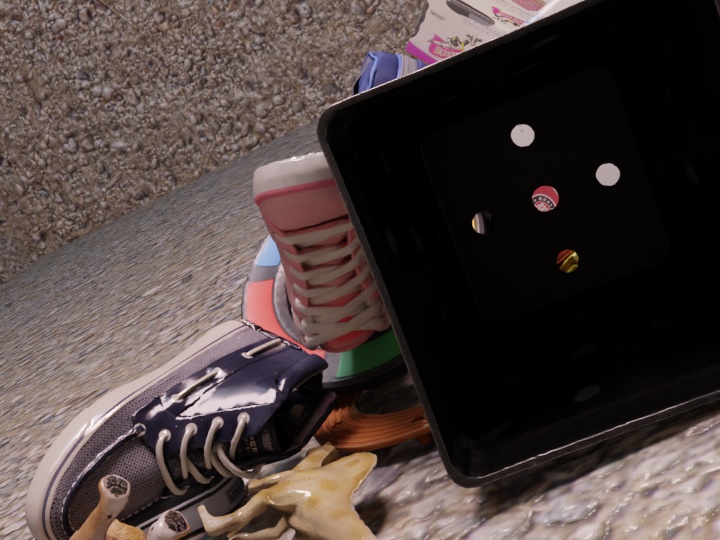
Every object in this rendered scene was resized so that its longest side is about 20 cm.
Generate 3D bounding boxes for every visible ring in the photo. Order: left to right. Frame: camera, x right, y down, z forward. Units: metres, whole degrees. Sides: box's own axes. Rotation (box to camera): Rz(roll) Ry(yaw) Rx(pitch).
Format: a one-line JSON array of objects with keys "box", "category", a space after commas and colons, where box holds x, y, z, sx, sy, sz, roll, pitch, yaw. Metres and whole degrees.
[{"box": [0.056, 0.066, 0.751, 0.199, 0.019, 0.201, -28, 14, 7], "category": "ring"}]

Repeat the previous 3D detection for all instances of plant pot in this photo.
[{"box": [0.108, -0.030, 0.612, 0.198, 0.202, 0.177, -21, 6, 7], "category": "plant pot"}]

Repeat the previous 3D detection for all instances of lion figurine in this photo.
[{"box": [-0.137, 0.190, 0.560, 0.123, 0.072, 0.201, -60, 6, 27], "category": "lion figurine"}]

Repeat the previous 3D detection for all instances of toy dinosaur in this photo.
[{"box": [-0.031, 0.131, 0.601, 0.100, 0.059, 0.200, -29, 13, -8], "category": "toy dinosaur"}]

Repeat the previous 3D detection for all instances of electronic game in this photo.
[{"box": [0.000, 0.000, 0.810, 0.198, 0.042, 0.202, -17, 49, 20], "category": "electronic game"}]

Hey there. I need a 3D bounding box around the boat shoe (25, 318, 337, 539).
[{"box": [-0.101, 0.102, 0.670, 0.092, 0.075, 0.200, 14, 43, 39], "category": "boat shoe"}]

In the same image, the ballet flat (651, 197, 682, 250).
[{"box": [0.274, -0.065, 0.725, 0.199, 0.072, 0.072, -33, 13, -9], "category": "ballet flat"}]

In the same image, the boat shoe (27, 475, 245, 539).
[{"box": [-0.178, 0.165, 0.757, 0.197, 0.069, 0.074, -25, 13, 15], "category": "boat shoe"}]

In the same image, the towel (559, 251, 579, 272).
[{"box": [0.221, -0.046, 0.788, 0.199, 0.018, 0.086, -32, -12, -11], "category": "towel"}]

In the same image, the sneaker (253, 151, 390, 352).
[{"box": [-0.014, -0.007, 0.678, 0.074, 0.106, 0.200, -11, -9, 1], "category": "sneaker"}]

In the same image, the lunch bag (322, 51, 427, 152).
[{"box": [0.029, -0.094, 1.013, 0.131, 0.203, 0.136, 15, 12, -4], "category": "lunch bag"}]

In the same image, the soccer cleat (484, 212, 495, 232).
[{"box": [0.076, -0.033, 0.884, 0.197, 0.068, 0.081, 5, 24, 23], "category": "soccer cleat"}]

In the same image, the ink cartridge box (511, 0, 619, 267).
[{"box": [0.165, -0.113, 0.786, 0.199, 0.146, 0.083, -38, -11, 11], "category": "ink cartridge box"}]

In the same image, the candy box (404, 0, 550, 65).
[{"box": [0.139, -0.202, 0.938, 0.200, 0.135, 0.061, -43, -18, -55], "category": "candy box"}]
